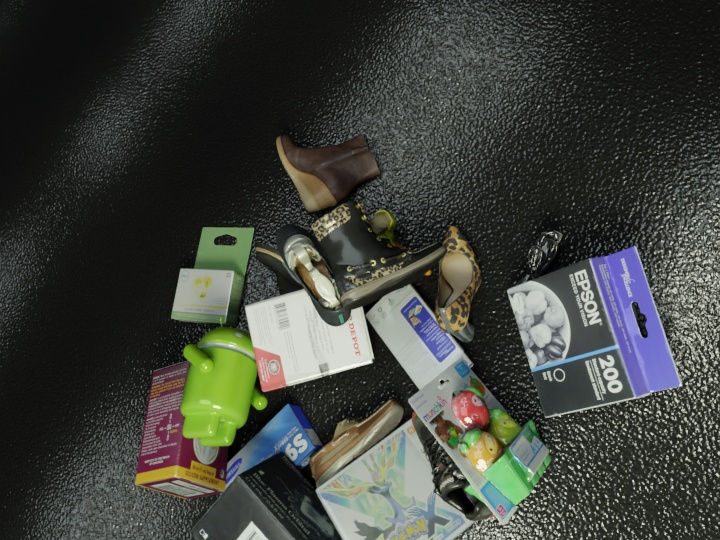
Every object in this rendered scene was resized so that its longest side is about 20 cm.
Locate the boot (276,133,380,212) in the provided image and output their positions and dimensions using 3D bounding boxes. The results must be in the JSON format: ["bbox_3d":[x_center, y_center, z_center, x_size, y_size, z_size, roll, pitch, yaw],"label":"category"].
[{"bbox_3d":[-0.066,-0.220,1.254,0.163,0.073,0.203,-30,62,1],"label":"boot"}]

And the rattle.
[{"bbox_3d":[0.000,0.000,1.115,0.198,0.130,0.145,-36,100,-17],"label":"rattle"}]

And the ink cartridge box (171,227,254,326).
[{"bbox_3d":[-0.299,0.005,1.296,0.141,0.048,0.207,2,78,26],"label":"ink cartridge box"}]

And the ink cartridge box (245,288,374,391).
[{"bbox_3d":[-0.083,0.109,1.097,0.194,0.083,0.152,-14,82,2],"label":"ink cartridge box"}]

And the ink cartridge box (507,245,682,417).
[{"bbox_3d":[0.328,0.092,0.920,0.197,0.043,0.204,-25,74,38],"label":"ink cartridge box"}]

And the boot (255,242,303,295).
[{"bbox_3d":[-0.144,0.045,1.197,0.197,0.077,0.142,27,92,30],"label":"boot"}]

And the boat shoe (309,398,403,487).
[{"bbox_3d":[-0.013,0.279,1.062,0.200,0.076,0.072,-44,60,5],"label":"boat shoe"}]

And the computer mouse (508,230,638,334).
[{"bbox_3d":[0.336,0.040,0.979,0.198,0.052,0.142,36,108,36],"label":"computer mouse"}]

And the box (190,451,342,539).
[{"bbox_3d":[-0.122,0.405,0.979,0.196,0.200,0.118,43,94,12],"label":"box"}]

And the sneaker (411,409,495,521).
[{"bbox_3d":[0.136,0.288,0.961,0.202,0.097,0.071,51,123,23],"label":"sneaker"}]

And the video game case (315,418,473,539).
[{"bbox_3d":[0.056,0.361,0.991,0.197,0.022,0.184,-32,62,-12],"label":"video game case"}]

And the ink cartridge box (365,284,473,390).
[{"bbox_3d":[0.100,0.118,1.077,0.099,0.039,0.201,-42,61,8],"label":"ink cartridge box"}]

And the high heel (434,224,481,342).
[{"bbox_3d":[0.148,0.005,1.027,0.069,0.142,0.207,-10,70,21],"label":"high heel"}]

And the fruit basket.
[{"bbox_3d":[0.176,0.227,0.910,0.094,0.183,0.202,-43,76,34],"label":"fruit basket"}]

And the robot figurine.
[{"bbox_3d":[-0.236,0.188,1.082,0.113,0.175,0.205,-11,53,30],"label":"robot figurine"}]

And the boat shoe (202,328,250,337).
[{"bbox_3d":[-0.216,0.150,1.212,0.195,0.062,0.076,5,102,29],"label":"boat shoe"}]

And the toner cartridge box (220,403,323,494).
[{"bbox_3d":[-0.164,0.341,1.131,0.200,0.043,0.095,-45,60,7],"label":"toner cartridge box"}]

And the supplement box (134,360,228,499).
[{"bbox_3d":[-0.307,0.286,1.141,0.101,0.131,0.206,-17,56,25],"label":"supplement box"}]

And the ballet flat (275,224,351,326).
[{"bbox_3d":[-0.077,-0.003,1.037,0.072,0.073,0.203,-36,74,10],"label":"ballet flat"}]

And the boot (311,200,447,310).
[{"bbox_3d":[0.028,-0.042,1.019,0.196,0.073,0.153,-26,75,-14],"label":"boot"}]
